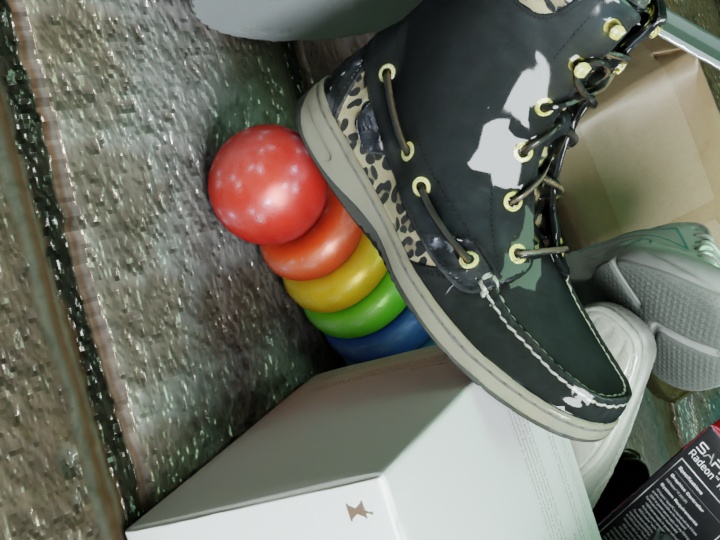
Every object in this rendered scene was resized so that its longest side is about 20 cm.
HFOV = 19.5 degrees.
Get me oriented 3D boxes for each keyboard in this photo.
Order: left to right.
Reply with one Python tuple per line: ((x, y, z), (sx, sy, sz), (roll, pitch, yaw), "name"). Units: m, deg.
((0.149, -0.137, 1.116), (0.200, 0.011, 0.056), (29, 22, -2), "keyboard")

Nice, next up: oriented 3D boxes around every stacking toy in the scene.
((0.000, 0.000, 0.989), (0.200, 0.085, 0.086), (46, 38, -43), "stacking toy")

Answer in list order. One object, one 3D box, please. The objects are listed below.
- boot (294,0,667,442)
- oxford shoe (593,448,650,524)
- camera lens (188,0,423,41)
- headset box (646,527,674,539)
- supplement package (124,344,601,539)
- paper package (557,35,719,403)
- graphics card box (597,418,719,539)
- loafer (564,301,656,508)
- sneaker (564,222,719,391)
((0.076, -0.047, 0.875), (0.204, 0.154, 0.073), (53, 28, 20), "boot")
((0.134, 0.134, 1.202), (0.200, 0.084, 0.073), (-3, 78, -67), "oxford shoe")
((-0.020, -0.223, 0.958), (0.160, 0.160, 0.201), (15, 64, -63), "camera lens")
((0.084, 0.224, 0.876), (0.093, 0.200, 0.174), (44, 28, 2), "headset box")
((0.010, 0.117, 0.889), (0.200, 0.119, 0.122), (-35, 109, -64), "supplement package")
((0.155, -0.058, 1.249), (0.200, 0.103, 0.191), (61, 0, -30), "paper package")
((0.140, 0.147, 1.070), (0.051, 0.200, 0.125), (48, 21, 12), "graphics card box")
((0.086, 0.091, 1.010), (0.070, 0.200, 0.070), (46, 36, 20), "loafer")
((0.150, 0.006, 1.012), (0.071, 0.080, 0.200), (65, -14, -12), "sneaker")
